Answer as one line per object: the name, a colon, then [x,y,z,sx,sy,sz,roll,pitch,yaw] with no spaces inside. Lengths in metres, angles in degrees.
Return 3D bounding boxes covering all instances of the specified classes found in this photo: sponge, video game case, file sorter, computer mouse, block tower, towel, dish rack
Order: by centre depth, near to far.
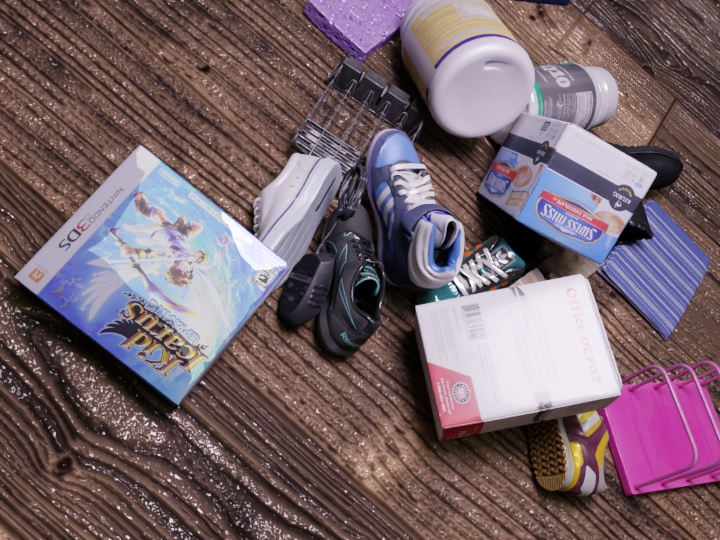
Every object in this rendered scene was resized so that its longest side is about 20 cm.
video game case: [-0.204,0.005,0.777,0.200,0.045,0.181,39,73,-3]
computer mouse: [-0.034,-0.026,0.870,0.034,0.059,0.200,29,85,-31]
file sorter: [0.430,0.193,0.983,0.200,0.125,0.139,1,63,-27]
dish rack: [-0.001,-0.182,1.016,0.153,0.055,0.200,31,56,-7]
block tower: [0.240,0.023,1.024,0.200,0.058,0.054,-30,80,-34]
sponge: [0.016,-0.396,1.157,0.112,0.030,0.200,43,53,0]
towel: [0.450,-0.007,1.173,0.145,0.024,0.200,45,55,0]

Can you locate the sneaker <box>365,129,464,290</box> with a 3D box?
sneaker: [0.073,-0.076,0.899,0.080,0.146,0.200,-3,89,-28]

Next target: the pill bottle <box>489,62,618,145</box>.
pill bottle: [0.288,-0.254,1.166,0.200,0.113,0.113,-14,71,-33]

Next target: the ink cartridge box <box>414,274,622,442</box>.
ink cartridge box: [0.173,0.101,0.879,0.200,0.083,0.147,-10,66,-1]

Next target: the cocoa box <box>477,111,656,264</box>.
cocoa box: [0.258,-0.113,1.003,0.133,0.131,0.200,26,12,-12]

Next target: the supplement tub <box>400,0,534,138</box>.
supplement tub: [0.139,-0.293,1.067,0.145,0.146,0.200,7,40,-24]

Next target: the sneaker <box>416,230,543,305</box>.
sneaker: [0.154,-0.003,0.976,0.200,0.080,0.071,-29,80,-36]

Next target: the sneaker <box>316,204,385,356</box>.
sneaker: [0.000,0.000,0.894,0.075,0.079,0.200,19,56,-30]

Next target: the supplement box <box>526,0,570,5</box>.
supplement box: [0.333,-0.609,1.331,0.134,0.200,0.200,-7,67,-30]

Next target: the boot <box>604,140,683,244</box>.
boot: [0.410,-0.114,1.168,0.198,0.073,0.163,8,54,-12]

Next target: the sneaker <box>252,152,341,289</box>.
sneaker: [-0.094,-0.056,0.897,0.071,0.073,0.200,17,57,21]

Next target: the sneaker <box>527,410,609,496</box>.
sneaker: [0.255,0.174,0.944,0.090,0.075,0.200,17,63,-28]
